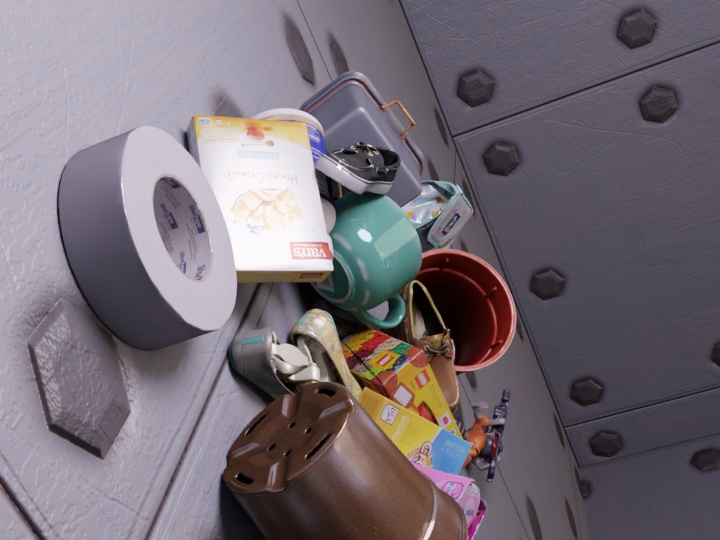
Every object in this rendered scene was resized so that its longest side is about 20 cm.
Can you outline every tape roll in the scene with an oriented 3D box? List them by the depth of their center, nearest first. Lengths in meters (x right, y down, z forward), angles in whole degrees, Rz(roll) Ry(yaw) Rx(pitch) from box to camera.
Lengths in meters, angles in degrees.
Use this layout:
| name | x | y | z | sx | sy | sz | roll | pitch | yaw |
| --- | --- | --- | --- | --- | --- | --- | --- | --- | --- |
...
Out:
| name | x | y | z | sx | sy | sz | roll | pitch | yaw |
| --- | --- | --- | --- | --- | --- | --- | --- | --- | --- |
| tape roll | -0.191 | -0.030 | 0.851 | 0.200 | 0.066 | 0.201 | -19 | 90 | -75 |

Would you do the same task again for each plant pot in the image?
| name | x | y | z | sx | sy | sz | roll | pitch | yaw |
| --- | --- | --- | --- | --- | --- | --- | --- | --- | --- |
| plant pot | -0.024 | 0.233 | 0.931 | 0.198 | 0.200 | 0.200 | 56 | 20 | -22 |
| plant pot | 0.121 | 0.097 | 1.478 | 0.195 | 0.200 | 0.201 | 122 | -40 | -62 |

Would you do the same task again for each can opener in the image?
| name | x | y | z | sx | sy | sz | roll | pitch | yaw |
| --- | --- | --- | --- | --- | --- | --- | --- | --- | --- |
| can opener | -0.019 | 0.095 | 1.353 | 0.200 | 0.067 | 0.053 | 26 | 51 | -52 |

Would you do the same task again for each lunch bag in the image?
| name | x | y | z | sx | sy | sz | roll | pitch | yaw |
| --- | --- | --- | --- | --- | --- | --- | --- | --- | --- |
| lunch bag | 0.108 | -0.098 | 1.706 | 0.170 | 0.200 | 0.122 | 30 | 44 | -69 |

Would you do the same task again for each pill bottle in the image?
| name | x | y | z | sx | sy | sz | roll | pitch | yaw |
| --- | --- | --- | --- | --- | --- | --- | --- | --- | --- |
| pill bottle | -0.093 | -0.097 | 1.171 | 0.116 | 0.116 | 0.200 | 46 | 31 | -57 |

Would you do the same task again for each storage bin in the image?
| name | x | y | z | sx | sy | sz | roll | pitch | yaw |
| --- | --- | --- | --- | --- | --- | --- | --- | --- | --- |
| storage bin | 0.016 | -0.174 | 1.320 | 0.200 | 0.145 | 0.134 | 51 | 10 | -23 |

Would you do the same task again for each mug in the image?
| name | x | y | z | sx | sy | sz | roll | pitch | yaw |
| --- | --- | --- | --- | --- | --- | --- | --- | --- | --- |
| mug | 0.001 | -0.009 | 1.248 | 0.114 | 0.152 | 0.185 | -35 | 81 | -37 |

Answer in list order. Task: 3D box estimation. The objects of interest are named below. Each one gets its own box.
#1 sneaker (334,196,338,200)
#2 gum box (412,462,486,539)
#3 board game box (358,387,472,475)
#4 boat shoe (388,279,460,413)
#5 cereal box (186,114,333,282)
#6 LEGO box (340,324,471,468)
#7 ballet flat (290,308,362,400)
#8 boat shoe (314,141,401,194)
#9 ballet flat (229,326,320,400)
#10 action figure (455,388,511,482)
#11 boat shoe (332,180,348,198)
| name | x | y | z | sx | sy | sz | roll | pitch | yaw |
| --- | --- | --- | --- | --- | --- | --- | --- | --- | --- |
| sneaker | -0.020 | -0.015 | 1.411 | 0.093 | 0.070 | 0.200 | 41 | 31 | -51 |
| gum box | 0.050 | 0.314 | 1.043 | 0.200 | 0.113 | 0.066 | -54 | 133 | -31 |
| board game box | 0.044 | 0.252 | 1.146 | 0.200 | 0.040 | 0.153 | 33 | 79 | -43 |
| boat shoe | 0.094 | 0.111 | 1.313 | 0.200 | 0.072 | 0.068 | 67 | -26 | 15 |
| cereal box | -0.117 | -0.083 | 1.056 | 0.144 | 0.040 | 0.200 | -1 | 66 | -27 |
| LEGO box | 0.051 | 0.189 | 1.272 | 0.149 | 0.077 | 0.200 | 19 | -40 | 53 |
| ballet flat | -0.040 | 0.150 | 1.192 | 0.071 | 0.071 | 0.200 | -56 | 127 | -71 |
| boat shoe | 0.000 | -0.136 | 1.159 | 0.069 | 0.057 | 0.200 | 34 | 12 | 14 |
| ballet flat | -0.081 | 0.124 | 1.062 | 0.200 | 0.064 | 0.067 | 49 | 27 | -55 |
| action figure | 0.248 | 0.328 | 1.907 | 0.194 | 0.104 | 0.200 | 56 | 47 | -58 |
| boat shoe | -0.031 | -0.136 | 1.481 | 0.060 | 0.072 | 0.202 | -45 | 134 | -21 |
